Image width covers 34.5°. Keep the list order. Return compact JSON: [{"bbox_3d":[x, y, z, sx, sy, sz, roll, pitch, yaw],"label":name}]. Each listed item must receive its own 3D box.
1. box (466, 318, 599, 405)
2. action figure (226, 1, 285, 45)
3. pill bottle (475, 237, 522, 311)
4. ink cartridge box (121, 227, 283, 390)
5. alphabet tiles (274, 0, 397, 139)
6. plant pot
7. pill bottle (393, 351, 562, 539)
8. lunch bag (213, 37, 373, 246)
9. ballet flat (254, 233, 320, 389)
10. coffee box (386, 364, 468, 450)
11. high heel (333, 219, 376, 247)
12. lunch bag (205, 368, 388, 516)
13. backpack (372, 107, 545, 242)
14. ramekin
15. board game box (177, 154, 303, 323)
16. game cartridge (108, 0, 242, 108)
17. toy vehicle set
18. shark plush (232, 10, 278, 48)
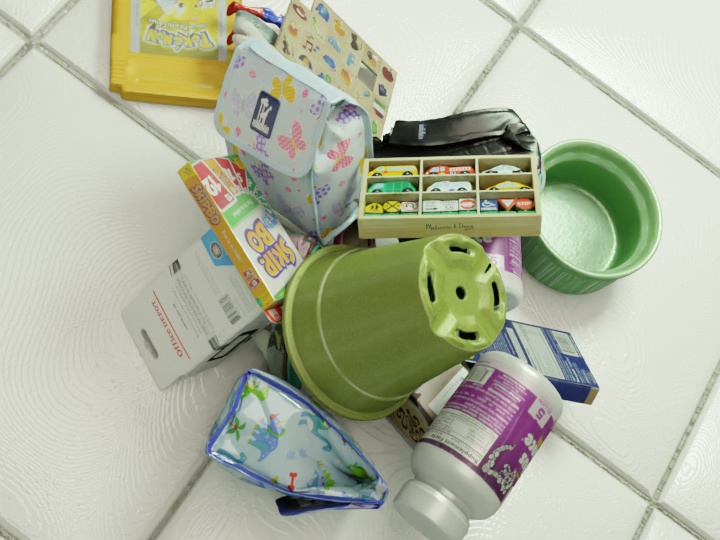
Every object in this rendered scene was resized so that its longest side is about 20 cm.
[{"bbox_3d":[0.191,0.104,1.451,0.198,0.033,0.122,14,29,-19],"label":"box"},{"bbox_3d":[-0.086,-0.320,1.569,0.198,0.052,0.066,4,74,-26],"label":"action figure"},{"bbox_3d":[0.152,-0.050,1.502,0.111,0.112,0.202,7,66,-14],"label":"pill bottle"},{"bbox_3d":[-0.179,0.041,1.355,0.068,0.199,0.117,-11,67,-57],"label":"ink cartridge box"},{"bbox_3d":[-0.032,-0.263,1.527,0.200,0.008,0.168,39,49,-31],"label":"alphabet tiles"},{"bbox_3d":[0.051,0.044,1.231,0.199,0.189,0.202,14,66,-36],"label":"plant pot"},{"bbox_3d":[0.125,0.197,1.263,0.112,0.112,0.201,38,71,1],"label":"pill bottle"},{"bbox_3d":[-0.079,-0.157,1.353,0.169,0.201,0.127,35,58,29],"label":"lunch bag"},{"bbox_3d":[-0.094,0.051,1.383,0.070,0.202,0.069,13,18,14],"label":"ballet flat"},{"bbox_3d":[0.089,0.163,1.396,0.080,0.113,0.200,-37,82,-25],"label":"coffee box"},{"bbox_3d":[0.000,0.000,1.384,0.067,0.097,0.201,0,36,-1],"label":"high heel"},{"bbox_3d":[-0.068,0.203,1.291,0.199,0.170,0.128,27,83,-5],"label":"lunch bag"},{"bbox_3d":[0.125,-0.112,1.405,0.198,0.127,0.168,-21,75,4],"label":"backpack"},{"bbox_3d":[0.295,-0.066,1.561,0.198,0.098,0.202,6,67,-15],"label":"ramekin"},{"bbox_3d":[-0.120,-0.038,1.294,0.201,0.030,0.095,60,30,6],"label":"board game box"},{"bbox_3d":[-0.243,-0.314,1.536,0.174,0.032,0.202,3,67,-16],"label":"game cartridge"},{"bbox_3d":[0.099,-0.083,1.285,0.197,0.027,0.125,-1,37,4],"label":"toy vehicle set"},{"bbox_3d":[-0.079,-0.275,1.518,0.198,0.091,0.084,9,75,-27],"label":"shark plush"}]
